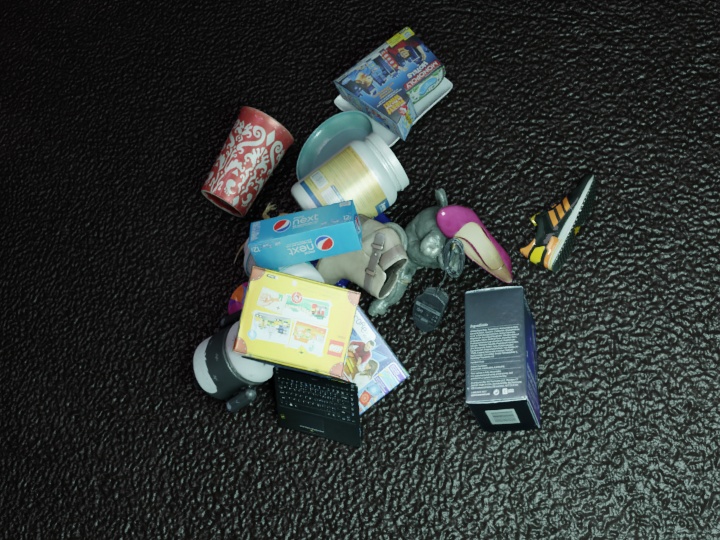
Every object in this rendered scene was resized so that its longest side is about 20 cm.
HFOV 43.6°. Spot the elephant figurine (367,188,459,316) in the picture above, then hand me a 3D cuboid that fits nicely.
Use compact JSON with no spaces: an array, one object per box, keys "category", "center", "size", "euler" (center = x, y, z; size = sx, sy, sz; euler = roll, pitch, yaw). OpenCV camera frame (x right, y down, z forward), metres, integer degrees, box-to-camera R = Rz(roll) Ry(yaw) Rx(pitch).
[{"category":"elephant figurine","center":[0.087,-0.030,1.693],"size":[0.197,0.143,0.156],"euler":[-18,27,30]}]

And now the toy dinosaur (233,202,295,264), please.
[{"category":"toy dinosaur","center":[-0.192,-0.083,1.845],"size":[0.197,0.058,0.102],"euler":[-16,37,35]}]

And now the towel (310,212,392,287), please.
[{"category":"towel","center":[-0.045,-0.053,1.799],"size":[0.146,0.050,0.201],"euler":[32,78,25]}]

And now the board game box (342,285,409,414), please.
[{"category":"board game box","center":[-0.022,0.150,1.629],"size":[0.134,0.034,0.202],"euler":[-36,85,1]}]

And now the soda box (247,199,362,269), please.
[{"category":"soda box","center":[-0.098,-0.062,1.615],"size":[0.195,0.069,0.065],"euler":[-12,41,10]}]

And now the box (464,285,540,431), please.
[{"category":"box","center":[0.239,0.150,1.515],"size":[0.102,0.148,0.204],"euler":[-6,62,18]}]

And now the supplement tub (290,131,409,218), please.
[{"category":"supplement tub","center":[-0.019,-0.156,1.728],"size":[0.199,0.145,0.145],"euler":[-36,56,-2]}]

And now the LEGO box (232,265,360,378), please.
[{"category":"LEGO box","center":[-0.110,0.088,1.566],"size":[0.196,0.077,0.152],"euler":[14,90,-5]}]

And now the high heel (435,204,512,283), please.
[{"category":"high heel","center":[0.209,-0.047,1.604],"size":[0.067,0.198,0.097],"euler":[-45,48,18]}]

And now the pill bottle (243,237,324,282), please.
[{"category":"pill bottle","center":[-0.153,0.001,1.707],"size":[0.110,0.111,0.200],"euler":[-40,43,-3]}]

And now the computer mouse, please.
[{"category":"computer mouse","center":[0.144,0.026,1.621],"size":[0.058,0.203,0.034],"euler":[29,32,12]}]

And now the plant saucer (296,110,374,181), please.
[{"category":"plant saucer","center":[-0.046,-0.241,1.882],"size":[0.197,0.036,0.204],"euler":[-21,51,27]}]

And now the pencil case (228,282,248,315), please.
[{"category":"pencil case","center":[-0.164,0.094,1.744],"size":[0.198,0.089,0.089],"euler":[26,75,31]}]

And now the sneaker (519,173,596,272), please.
[{"category":"sneaker","center":[0.361,-0.100,1.646],"size":[0.089,0.070,0.203],"euler":[22,75,26]}]

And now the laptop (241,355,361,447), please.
[{"category":"laptop","center":[-0.100,0.229,1.567],"size":[0.174,0.204,0.103],"euler":[10,28,26]}]

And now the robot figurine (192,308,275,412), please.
[{"category":"robot figurine","center":[-0.233,0.168,1.689],"size":[0.198,0.152,0.125],"euler":[-29,7,39]}]

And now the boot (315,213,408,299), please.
[{"category":"boot","center":[0.000,0.000,1.659],"size":[0.147,0.069,0.202],"euler":[49,118,33]}]

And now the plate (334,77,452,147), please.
[{"category":"plate","center":[0.071,-0.371,1.928],"size":[0.199,0.032,0.200],"euler":[-43,57,-5]}]

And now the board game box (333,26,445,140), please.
[{"category":"board game box","center":[0.076,-0.378,1.874],"size":[0.198,0.062,0.201],"euler":[-35,58,0]}]

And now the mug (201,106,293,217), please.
[{"category":"mug","center":[-0.249,-0.224,1.943],"size":[0.132,0.177,0.203],"euler":[29,78,-6]}]
